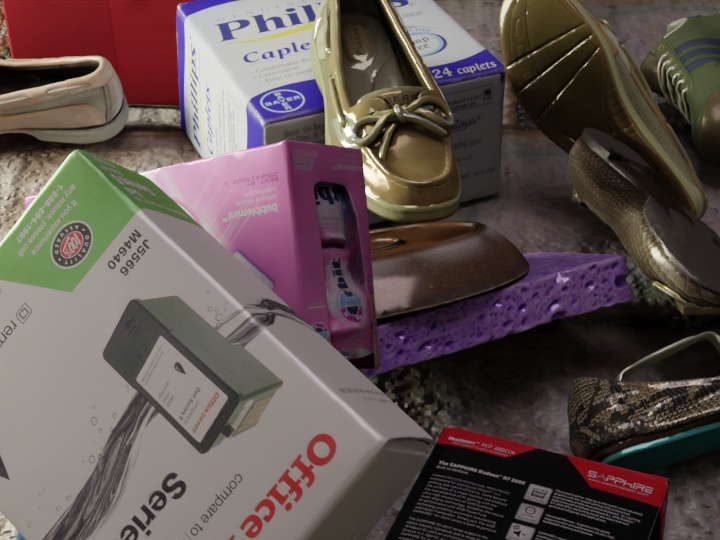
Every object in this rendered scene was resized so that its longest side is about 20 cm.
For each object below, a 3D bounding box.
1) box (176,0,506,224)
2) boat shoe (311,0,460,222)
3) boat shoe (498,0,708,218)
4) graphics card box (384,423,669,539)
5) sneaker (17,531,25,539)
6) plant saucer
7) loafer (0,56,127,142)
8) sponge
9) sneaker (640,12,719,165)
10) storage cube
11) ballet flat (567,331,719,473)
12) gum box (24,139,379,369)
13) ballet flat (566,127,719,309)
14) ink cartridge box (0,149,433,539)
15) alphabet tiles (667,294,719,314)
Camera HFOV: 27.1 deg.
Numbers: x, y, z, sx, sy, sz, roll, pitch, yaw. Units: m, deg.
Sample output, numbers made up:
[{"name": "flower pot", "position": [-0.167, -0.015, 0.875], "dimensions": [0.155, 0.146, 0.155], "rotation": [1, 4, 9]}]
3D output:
[{"name": "box", "position": [-0.020, -0.125, 1.081], "dimensions": [0.183, 0.105, 0.200], "rotation": [-14, 36, -19]}, {"name": "boat shoe", "position": [0.013, -0.111, 0.918], "dimensions": [0.073, 0.063, 0.201], "rotation": [-5, 46, -10]}, {"name": "boat shoe", "position": [0.166, -0.111, 1.010], "dimensions": [0.201, 0.073, 0.063], "rotation": [54, 34, 3]}, {"name": "graphics card box", "position": [0.065, 0.165, 0.712], "dimensions": [0.125, 0.051, 0.200], "rotation": [12, 36, 18]}, {"name": "sneaker", "position": [-0.086, 0.111, 0.792], "dimensions": [0.199, 0.071, 0.083], "rotation": [-23, 22, -26]}, {"name": "plant saucer", "position": [0.000, 0.000, 0.887], "dimensions": [0.199, 0.032, 0.200], "rotation": [-9, 7, 1]}, {"name": "loafer", "position": [-0.276, -0.136, 1.118], "dimensions": [0.199, 0.063, 0.072], "rotation": [0, 53, 0]}, {"name": "sponge", "position": [0.048, 0.024, 0.874], "dimensions": [0.199, 0.030, 0.111], "rotation": [-15, 9, -27]}, {"name": "sneaker", "position": [0.255, -0.140, 1.135], "dimensions": [0.089, 0.067, 0.200], "rotation": [5, 34, 21]}, {"name": "storage cube", "position": [-0.188, -0.248, 1.196], "dimensions": [0.170, 0.181, 0.200], "rotation": [0, 36, 2]}, {"name": "ballet flat", "position": [0.210, 0.067, 0.825], "dimensions": [0.199, 0.068, 0.076], "rotation": [-7, 59, -4]}, {"name": "gum box", "position": [-0.082, 0.004, 0.786], "dimensions": [0.199, 0.114, 0.066], "rotation": [-9, -5, 35]}, {"name": "ballet flat", "position": [0.170, -0.026, 0.902], "dimensions": [0.067, 0.047, 0.200], "rotation": [20, 23, -26]}, {"name": "ink cartridge box", "position": [-0.090, 0.067, 0.679], "dimensions": [0.200, 0.146, 0.084], "rotation": [41, 5, 18]}, {"name": "alphabet tiles", "position": [0.264, 0.006, 0.908], "dimensions": [0.165, 0.006, 0.200], "rotation": [-1, 13, 0]}]
